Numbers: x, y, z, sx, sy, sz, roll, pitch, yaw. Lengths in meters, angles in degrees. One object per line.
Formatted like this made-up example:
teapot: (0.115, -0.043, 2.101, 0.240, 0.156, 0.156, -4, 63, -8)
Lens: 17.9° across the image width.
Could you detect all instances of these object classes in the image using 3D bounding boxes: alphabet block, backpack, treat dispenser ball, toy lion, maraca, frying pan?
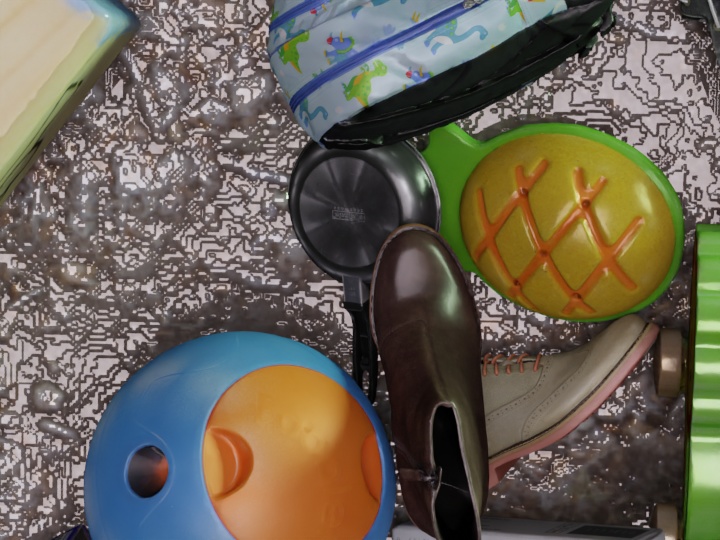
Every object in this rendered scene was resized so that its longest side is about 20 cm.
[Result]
alphabet block: (-0.280, -0.139, 1.443, 0.196, 0.195, 0.200, 38, 94, -2)
backpack: (0.041, -0.151, 1.446, 0.200, 0.163, 0.154, -39, 91, -4)
treat dispenser ball: (-0.078, 0.140, 1.469, 0.201, 0.201, 0.201, 0, 96, 0)
toy lion: (0.222, 0.079, 1.451, 0.069, 0.192, 0.200, 2, 68, 6)
maraca: (0.115, -0.035, 1.500, 0.200, 0.107, 0.137, 11, 113, 19)
frying pan: (-0.014, -0.009, 1.530, 0.115, 0.031, 0.190, 30, 114, 19)

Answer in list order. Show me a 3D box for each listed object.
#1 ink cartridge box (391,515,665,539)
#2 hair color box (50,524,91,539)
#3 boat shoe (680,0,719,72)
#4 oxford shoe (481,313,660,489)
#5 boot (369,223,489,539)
ink cartridge box: (0.117, 0.253, 1.503, 0.200, 0.044, 0.174, -1, 99, 41)
hair color box: (-0.252, 0.270, 1.552, 0.200, 0.065, 0.109, -28, 95, 5)
boat shoe: (0.241, -0.179, 1.498, 0.071, 0.072, 0.200, -22, 83, 28)
oxford shoe: (0.108, 0.082, 1.512, 0.200, 0.071, 0.074, -38, 90, 19)
boot: (0.051, 0.071, 1.420, 0.072, 0.166, 0.200, -7, 93, -3)
